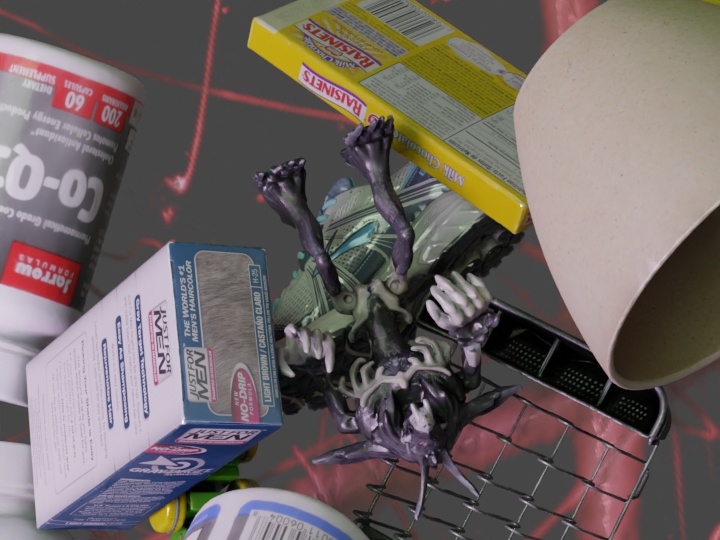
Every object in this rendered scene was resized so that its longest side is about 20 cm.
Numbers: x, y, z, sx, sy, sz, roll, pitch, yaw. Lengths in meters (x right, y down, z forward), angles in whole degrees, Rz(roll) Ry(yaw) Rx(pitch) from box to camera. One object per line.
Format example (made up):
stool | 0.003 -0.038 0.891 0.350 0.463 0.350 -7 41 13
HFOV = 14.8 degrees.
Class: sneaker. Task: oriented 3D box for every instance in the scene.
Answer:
sneaker | 0.000 0.000 1.550 0.200 0.078 0.086 -39 61 1

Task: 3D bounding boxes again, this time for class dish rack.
dish rack | 0.068 0.124 1.499 0.153 0.055 0.200 27 90 26

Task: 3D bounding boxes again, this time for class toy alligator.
toy alligator | -0.091 0.142 1.564 0.054 0.059 0.200 -26 64 60

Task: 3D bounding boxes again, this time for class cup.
cup | 0.160 -0.059 1.417 0.200 0.200 0.143 -44 67 9

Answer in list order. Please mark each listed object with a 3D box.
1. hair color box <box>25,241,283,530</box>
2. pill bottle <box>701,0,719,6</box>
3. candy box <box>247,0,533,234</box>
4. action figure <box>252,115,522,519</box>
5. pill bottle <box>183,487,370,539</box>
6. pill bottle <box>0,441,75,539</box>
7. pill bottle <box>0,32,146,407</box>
hair color box | -0.113 0.066 1.486 0.200 0.060 0.100 -36 55 55
pill bottle | 0.255 -0.157 1.448 0.200 0.112 0.112 23 88 25
candy box | 0.043 -0.096 1.534 0.200 0.102 0.026 36 133 25
action figure | 0.010 0.028 1.447 0.119 0.102 0.200 -21 83 1
pill bottle | -0.066 0.219 1.431 0.114 0.114 0.200 1 43 23
pill bottle | -0.216 0.199 1.569 0.113 0.113 0.200 -1 79 22
pill bottle | -0.204 -0.028 1.610 0.114 0.114 0.200 13 84 24
